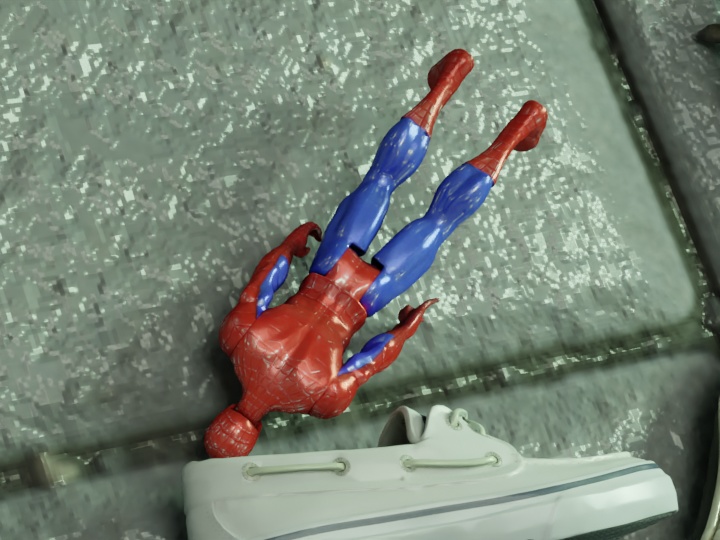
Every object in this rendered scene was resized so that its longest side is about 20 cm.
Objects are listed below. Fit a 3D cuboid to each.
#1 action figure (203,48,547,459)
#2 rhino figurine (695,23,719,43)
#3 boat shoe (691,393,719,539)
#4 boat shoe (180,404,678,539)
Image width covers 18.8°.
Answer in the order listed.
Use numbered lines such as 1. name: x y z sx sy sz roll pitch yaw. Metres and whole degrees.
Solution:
1. action figure: 0.000 0.000 0.851 0.065 0.052 0.200 38 59 0
2. rhino figurine: 0.225 -0.078 1.003 0.087 0.060 0.200 -32 80 -25
3. boat shoe: 0.175 0.093 0.903 0.067 0.057 0.200 12 49 18
4. boat shoe: 0.028 0.081 0.808 0.199 0.074 0.067 -7 72 -30
